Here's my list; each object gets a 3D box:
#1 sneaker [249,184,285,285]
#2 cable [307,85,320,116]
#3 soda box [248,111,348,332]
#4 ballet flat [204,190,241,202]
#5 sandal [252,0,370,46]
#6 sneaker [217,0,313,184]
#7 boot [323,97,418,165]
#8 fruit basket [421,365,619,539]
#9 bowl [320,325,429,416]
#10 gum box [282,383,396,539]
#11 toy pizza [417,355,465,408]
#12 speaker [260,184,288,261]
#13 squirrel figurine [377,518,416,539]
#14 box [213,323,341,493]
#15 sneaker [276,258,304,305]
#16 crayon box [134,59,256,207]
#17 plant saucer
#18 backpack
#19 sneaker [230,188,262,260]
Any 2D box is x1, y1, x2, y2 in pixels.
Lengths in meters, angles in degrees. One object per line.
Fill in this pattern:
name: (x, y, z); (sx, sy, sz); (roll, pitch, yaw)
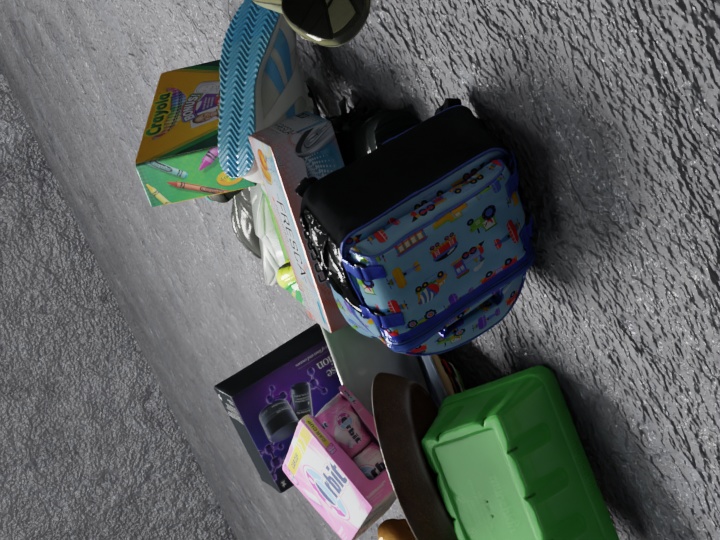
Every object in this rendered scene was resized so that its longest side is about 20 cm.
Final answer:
sneaker: (-0.088, -0.057, 1.683); (0.201, 0.079, 0.071); (81, 180, -58)
cable: (-0.052, -0.120, 1.497); (0.050, 0.098, 0.200); (-11, 130, 36)
soda box: (-0.040, -0.046, 1.355); (0.063, 0.068, 0.202); (31, 143, 61)
ballet flat: (-0.124, -0.143, 1.600); (0.068, 0.068, 0.201); (53, -151, -25)
sandal: (-0.039, -0.243, 1.269); (0.057, 0.080, 0.201); (49, 177, -33)
sneaker: (-0.090, -0.185, 1.400); (0.076, 0.080, 0.202); (3, 84, 45)
boot: (0.022, -0.069, 1.362); (0.162, 0.073, 0.200); (8, 119, 66)
fruit basket: (0.159, 0.201, 1.356); (0.155, 0.215, 0.217); (-23, 100, 33)
bowl: (0.021, 0.115, 1.584); (0.201, 0.090, 0.203); (159, 90, -89)
gum box: (-0.014, 0.206, 1.473); (0.114, 0.066, 0.200); (48, 159, 11)
toy pizza: (0.104, 0.159, 1.519); (0.200, 0.031, 0.202); (159, 90, -88)
speaker: (-0.056, -0.049, 1.595); (0.088, 0.088, 0.201); (42, 155, 44)
squirrel figurine: (0.080, 0.354, 1.502); (0.201, 0.186, 0.142); (51, 173, 10)
box: (-0.058, 0.158, 1.742); (0.142, 0.199, 0.079); (64, 162, -18)
sneaker: (0.000, 0.000, 1.479); (0.199, 0.074, 0.084); (-12, 123, 46)
crayon box: (-0.167, -0.156, 1.527); (0.201, 0.118, 0.059); (-88, -16, -54)
plant saucer: (0.066, 0.189, 1.367); (0.200, 0.034, 0.202); (-21, -90, -77)
backpack: (0.060, -0.009, 1.171); (0.135, 0.181, 0.201); (50, 164, 47)
sneaker: (-0.123, -0.089, 1.748); (0.090, 0.076, 0.201); (16, 136, 56)
